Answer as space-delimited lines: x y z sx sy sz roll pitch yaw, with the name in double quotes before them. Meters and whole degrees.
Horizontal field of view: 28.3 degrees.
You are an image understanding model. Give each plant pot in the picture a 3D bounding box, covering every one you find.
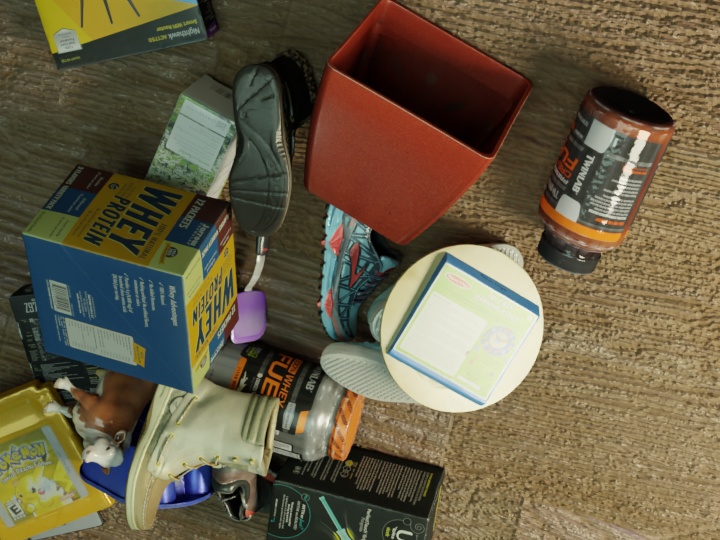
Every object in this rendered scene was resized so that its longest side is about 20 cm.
"plant pot" 0.047 -0.152 1.588 0.200 0.200 0.176 30 127 2

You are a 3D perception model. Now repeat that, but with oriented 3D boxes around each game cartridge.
"game cartridge" -0.450 0.257 1.910 0.176 0.032 0.200 -23 109 11

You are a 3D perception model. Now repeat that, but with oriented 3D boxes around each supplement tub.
"supplement tub" 0.265 -0.096 1.590 0.107 0.107 0.200 23 115 5
"supplement tub" -0.102 0.166 1.789 0.200 0.123 0.123 15 115 8

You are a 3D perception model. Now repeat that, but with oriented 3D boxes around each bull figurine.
"bull figurine" -0.312 0.157 1.761 0.121 0.200 0.065 29 139 2

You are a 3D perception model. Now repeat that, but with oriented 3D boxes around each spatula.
"spatula" -0.128 -0.007 1.769 0.021 0.056 0.200 28 114 43

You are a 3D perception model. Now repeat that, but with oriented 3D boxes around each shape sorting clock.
"shape sorting clock" 0.118 0.067 1.662 0.200 0.039 0.200 -3 104 -12

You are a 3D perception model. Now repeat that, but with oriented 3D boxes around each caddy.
"caddy" -0.274 0.248 1.839 0.200 0.141 0.105 17 110 45

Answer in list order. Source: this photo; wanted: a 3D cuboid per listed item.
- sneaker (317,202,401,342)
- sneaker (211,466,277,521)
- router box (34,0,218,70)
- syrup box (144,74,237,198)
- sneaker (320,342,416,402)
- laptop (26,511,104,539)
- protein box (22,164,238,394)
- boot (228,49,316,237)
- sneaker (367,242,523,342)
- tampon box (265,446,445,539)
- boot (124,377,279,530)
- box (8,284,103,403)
"sneaker" 0.000 0.000 1.717 0.095 0.079 0.200 7 114 10
"sneaker" -0.155 0.286 1.829 0.077 0.082 0.200 3 153 16
"router box" -0.281 -0.327 1.670 0.200 0.051 0.149 -9 111 18
"syrup box" -0.203 -0.124 1.718 0.079 0.081 0.200 29 119 3
"sneaker" 0.053 0.111 1.739 0.200 0.082 0.074 13 136 -4
"laptop" -0.493 0.316 1.960 0.200 0.116 0.187 -15 108 20
"protein box" -0.264 0.010 1.675 0.200 0.135 0.199 14 135 13
"boot" -0.098 -0.153 1.639 0.073 0.151 0.200 2 111 13
"sneaker" 0.094 0.015 1.705 0.200 0.082 0.074 -25 113 -2
"tampon box" -0.008 0.321 1.825 0.200 0.126 0.150 13 115 9
"boot" -0.188 0.228 1.704 0.155 0.072 0.200 15 83 7
"box" -0.343 0.089 1.865 0.200 0.044 0.160 -7 110 18
